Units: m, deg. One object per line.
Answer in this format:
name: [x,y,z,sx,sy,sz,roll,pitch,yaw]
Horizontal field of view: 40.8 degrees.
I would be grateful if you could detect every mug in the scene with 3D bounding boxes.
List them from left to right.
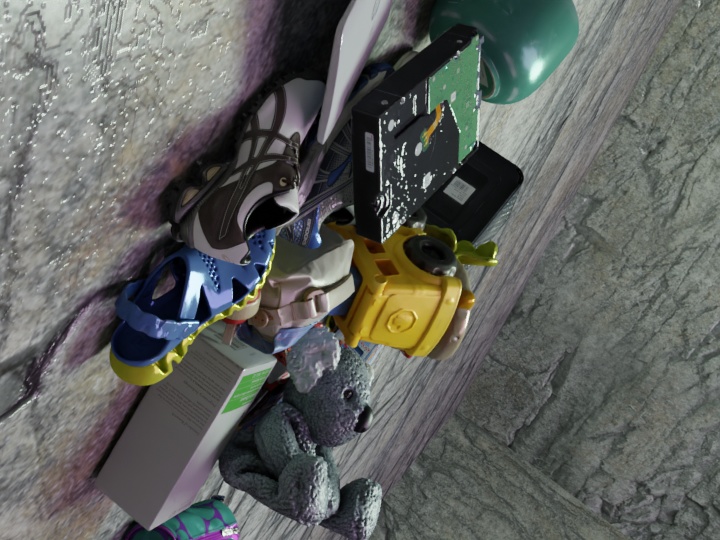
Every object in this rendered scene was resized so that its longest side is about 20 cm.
mug: [0.138,-0.272,1.068,0.115,0.185,0.152,-48,-172,-16]

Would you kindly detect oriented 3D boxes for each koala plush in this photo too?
koala plush: [-0.055,0.173,1.105,0.177,0.181,0.203,38,73,-55]

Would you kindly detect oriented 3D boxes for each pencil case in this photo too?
pencil case: [-0.232,0.357,1.282,0.200,0.090,0.087,13,70,-73]

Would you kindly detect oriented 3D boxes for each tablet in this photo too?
tablet: [0.005,-0.220,0.857,0.131,0.013,0.202,105,6,-52]

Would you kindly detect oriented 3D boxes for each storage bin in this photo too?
storage bin: [0.134,-0.089,1.421,0.200,0.134,0.094,-48,164,-27]

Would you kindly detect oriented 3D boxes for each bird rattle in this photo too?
bird rattle: [0.097,0.044,1.269,0.202,0.111,0.164,-61,-158,26]

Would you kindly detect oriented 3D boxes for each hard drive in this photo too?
hard drive: [0.058,-0.137,0.945,0.200,0.037,0.142,-44,144,-39]

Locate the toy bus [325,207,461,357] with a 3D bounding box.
toy bus: [0.000,0.000,1.192,0.189,0.201,0.137,3,129,-30]

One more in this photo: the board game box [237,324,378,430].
board game box: [-0.068,0.155,1.316,0.200,0.062,0.200,-47,-176,-30]

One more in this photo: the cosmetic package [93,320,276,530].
cosmetic package: [-0.185,0.160,1.030,0.202,0.084,0.107,-60,168,10]

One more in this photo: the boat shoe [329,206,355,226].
boat shoe: [-0.018,-0.086,1.074,0.063,0.074,0.202,-47,162,-5]

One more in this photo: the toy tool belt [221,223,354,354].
toy tool belt: [-0.088,0.034,1.004,0.199,0.123,0.125,-36,148,-51]

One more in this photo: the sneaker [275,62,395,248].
sneaker: [-0.020,-0.109,0.946,0.201,0.085,0.077,-53,-158,10]

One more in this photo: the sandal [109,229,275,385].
sandal: [-0.147,0.010,0.854,0.201,0.079,0.088,-51,161,-23]

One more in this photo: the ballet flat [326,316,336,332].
ballet flat: [0.020,0.046,1.398,0.066,0.068,0.199,-8,161,-46]

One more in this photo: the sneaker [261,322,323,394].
sneaker: [-0.100,0.087,1.178,0.108,0.067,0.202,-50,169,-7]

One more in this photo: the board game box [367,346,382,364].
board game box: [-0.028,0.166,1.627,0.202,0.044,0.134,-55,166,-3]

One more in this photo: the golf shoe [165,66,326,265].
golf shoe: [-0.076,-0.086,0.839,0.201,0.094,0.078,-53,164,-19]

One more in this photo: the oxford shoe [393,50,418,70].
oxford shoe: [0.045,-0.180,1.047,0.201,0.057,0.076,-64,176,-57]
